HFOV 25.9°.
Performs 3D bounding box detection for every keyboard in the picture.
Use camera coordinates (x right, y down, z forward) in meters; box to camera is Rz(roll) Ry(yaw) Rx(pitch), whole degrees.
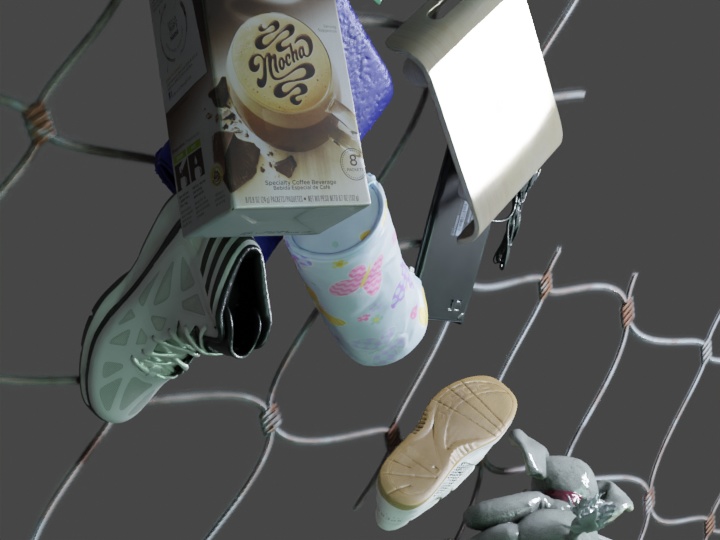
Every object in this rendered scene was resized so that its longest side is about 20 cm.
[{"bbox_3d":[0.106,-0.049,1.440,0.126,0.021,0.203,6,103,-42],"label":"keyboard"}]

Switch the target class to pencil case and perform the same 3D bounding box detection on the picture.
[{"bbox_3d":[0.000,0.000,1.264,0.090,0.083,0.200,-36,149,-6],"label":"pencil case"}]

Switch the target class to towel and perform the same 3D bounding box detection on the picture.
[{"bbox_3d":[-0.066,-0.115,1.210,0.201,0.049,0.148,-51,140,-15],"label":"towel"}]

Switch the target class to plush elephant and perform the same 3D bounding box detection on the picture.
[{"bbox_3d":[0.188,0.253,1.583,0.200,0.164,0.155,-49,-172,28],"label":"plush elephant"}]

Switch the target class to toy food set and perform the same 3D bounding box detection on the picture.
[{"bbox_3d":[0.098,-0.145,1.354,0.144,0.060,0.202,-45,128,-34],"label":"toy food set"}]

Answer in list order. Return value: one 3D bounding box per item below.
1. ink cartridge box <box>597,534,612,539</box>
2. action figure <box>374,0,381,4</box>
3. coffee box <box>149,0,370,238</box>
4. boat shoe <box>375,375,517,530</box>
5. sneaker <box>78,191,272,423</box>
[{"bbox_3d":[0.277,0.382,1.767,0.199,0.084,0.146,28,86,-50],"label":"ink cartridge box"},{"bbox_3d":[0.031,-0.323,1.214,0.118,0.054,0.202,37,76,-45],"label":"action figure"},{"bbox_3d":[-0.073,-0.130,1.085,0.112,0.080,0.203,-3,78,-33],"label":"coffee box"},{"bbox_3d":[0.074,0.171,1.478,0.199,0.071,0.070,-36,158,-40],"label":"boat shoe"},{"bbox_3d":[-0.133,0.048,1.131,0.075,0.115,0.202,13,115,-40],"label":"sneaker"}]
